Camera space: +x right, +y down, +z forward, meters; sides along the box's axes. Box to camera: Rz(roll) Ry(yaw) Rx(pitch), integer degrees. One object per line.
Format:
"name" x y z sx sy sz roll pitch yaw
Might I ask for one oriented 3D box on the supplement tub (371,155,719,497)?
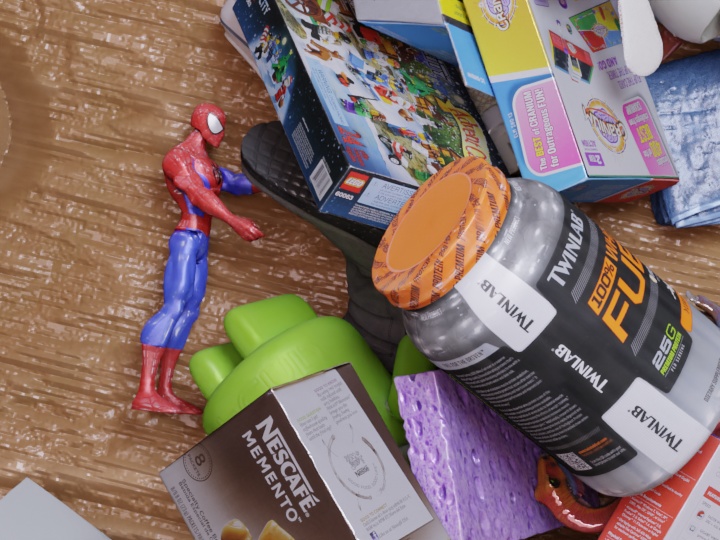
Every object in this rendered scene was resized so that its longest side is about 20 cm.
"supplement tub" 0.110 0.030 1.565 0.200 0.123 0.123 38 90 -23

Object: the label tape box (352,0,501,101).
"label tape box" 0.051 -0.178 1.673 0.063 0.144 0.201 -22 69 27

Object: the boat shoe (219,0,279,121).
"boat shoe" -0.024 -0.095 1.736 0.200 0.074 0.065 44 108 12

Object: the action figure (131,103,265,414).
"action figure" -0.086 -0.006 1.739 0.099 0.065 0.201 4 88 14

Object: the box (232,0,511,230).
"box" 0.011 -0.098 1.657 0.038 0.136 0.200 -55 38 29

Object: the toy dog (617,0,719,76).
"toy dog" 0.169 -0.170 1.631 0.200 0.132 0.096 23 124 -31

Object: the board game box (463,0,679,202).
"board game box" 0.119 -0.141 1.655 0.040 0.153 0.201 -22 80 26

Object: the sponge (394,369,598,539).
"sponge" 0.087 0.109 1.656 0.030 0.200 0.112 -12 87 28

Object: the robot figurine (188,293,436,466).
"robot figurine" -0.018 0.110 1.675 0.200 0.116 0.176 52 122 19

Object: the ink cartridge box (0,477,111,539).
"ink cartridge box" -0.189 0.258 1.671 0.200 0.145 0.145 35 114 7

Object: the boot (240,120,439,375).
"boot" 0.000 0.000 1.705 0.200 0.132 0.070 31 47 13

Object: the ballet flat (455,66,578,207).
"ballet flat" 0.114 -0.048 1.723 0.067 0.062 0.200 -24 85 -22

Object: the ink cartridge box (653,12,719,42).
"ink cartridge box" 0.239 -0.245 1.726 0.200 0.043 0.199 22 88 28

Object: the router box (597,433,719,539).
"router box" 0.219 0.208 1.648 0.200 0.049 0.180 32 88 -38

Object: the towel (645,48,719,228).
"towel" 0.277 -0.095 1.724 0.199 0.049 0.112 -12 85 4

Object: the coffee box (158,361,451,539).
"coffee box" -0.013 0.169 1.559 0.114 0.080 0.200 -36 79 37

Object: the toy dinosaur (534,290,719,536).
"toy dinosaur" 0.190 0.088 1.665 0.105 0.200 0.182 46 46 -5
